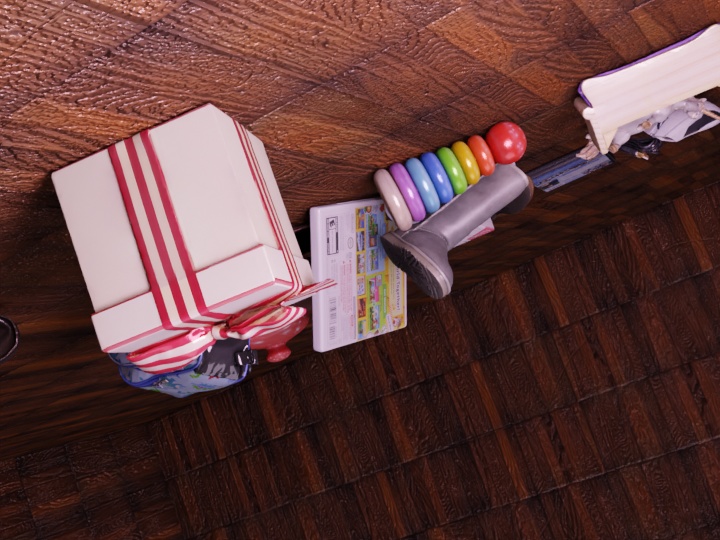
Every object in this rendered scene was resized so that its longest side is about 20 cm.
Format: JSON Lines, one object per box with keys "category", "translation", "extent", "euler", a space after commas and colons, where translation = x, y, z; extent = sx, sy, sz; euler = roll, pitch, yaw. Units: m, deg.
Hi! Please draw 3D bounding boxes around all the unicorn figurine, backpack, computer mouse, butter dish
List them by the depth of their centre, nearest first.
{"category": "backpack", "translation": [-0.242, 0.065, 1.243], "extent": [0.146, 0.185, 0.199], "euler": [18, 151, -39]}
{"category": "unicorn figurine", "translation": [0.421, -0.224, 1.424], "extent": [0.198, 0.075, 0.137], "euler": [-9, -170, 35]}
{"category": "computer mouse", "translation": [0.488, -0.234, 1.525], "extent": [0.198, 0.044, 0.109], "euler": [-25, -153, -19]}
{"category": "butter dish", "translation": [-0.163, 0.086, 1.671], "extent": [0.198, 0.149, 0.200], "euler": [-21, 172, -1]}

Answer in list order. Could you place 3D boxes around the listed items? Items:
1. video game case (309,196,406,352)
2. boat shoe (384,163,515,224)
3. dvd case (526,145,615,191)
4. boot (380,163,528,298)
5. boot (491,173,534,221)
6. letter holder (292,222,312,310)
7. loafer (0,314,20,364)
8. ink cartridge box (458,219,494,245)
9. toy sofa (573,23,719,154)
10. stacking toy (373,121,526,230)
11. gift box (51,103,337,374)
{"category": "video game case", "translation": [0.000, 0.000, 1.379], "extent": [0.023, 0.203, 0.181], "euler": [9, -164, 43]}
{"category": "boat shoe", "translation": [0.125, -0.108, 1.381], "extent": [0.198, 0.072, 0.091], "euler": [-21, 170, -9]}
{"category": "dvd case", "translation": [0.377, -0.184, 1.720], "extent": [0.142, 0.018, 0.200], "euler": [-24, 171, 19]}
{"category": "boot", "translation": [0.138, -0.061, 1.252], "extent": [0.199, 0.073, 0.182], "euler": [-29, -147, -10]}
{"category": "boot", "translation": [0.245, -0.134, 1.599], "extent": [0.075, 0.074, 0.200], "euler": [-38, -178, -17]}
{"category": "letter holder", "translation": [-0.101, 0.006, 1.476], "extent": [0.141, 0.102, 0.200], "euler": [-18, 172, -3]}
{"category": "loafer", "translation": [-0.487, 0.091, 1.129], "extent": [0.199, 0.074, 0.071], "euler": [-12, 171, -46]}
{"category": "ink cartridge box", "translation": [0.100, -0.068, 1.551], "extent": [0.198, 0.086, 0.145], "euler": [-22, 172, 19]}
{"category": "toy sofa", "translation": [0.370, -0.233, 1.207], "extent": [0.198, 0.098, 0.083], "euler": [-23, -164, 12]}
{"category": "stacking toy", "translation": [0.119, -0.133, 1.233], "extent": [0.199, 0.086, 0.085], "euler": [-28, 172, 1]}
{"category": "gift box", "translation": [-0.139, -0.020, 0.877], "extent": [0.183, 0.189, 0.200], "euler": [-22, 171, 13]}
